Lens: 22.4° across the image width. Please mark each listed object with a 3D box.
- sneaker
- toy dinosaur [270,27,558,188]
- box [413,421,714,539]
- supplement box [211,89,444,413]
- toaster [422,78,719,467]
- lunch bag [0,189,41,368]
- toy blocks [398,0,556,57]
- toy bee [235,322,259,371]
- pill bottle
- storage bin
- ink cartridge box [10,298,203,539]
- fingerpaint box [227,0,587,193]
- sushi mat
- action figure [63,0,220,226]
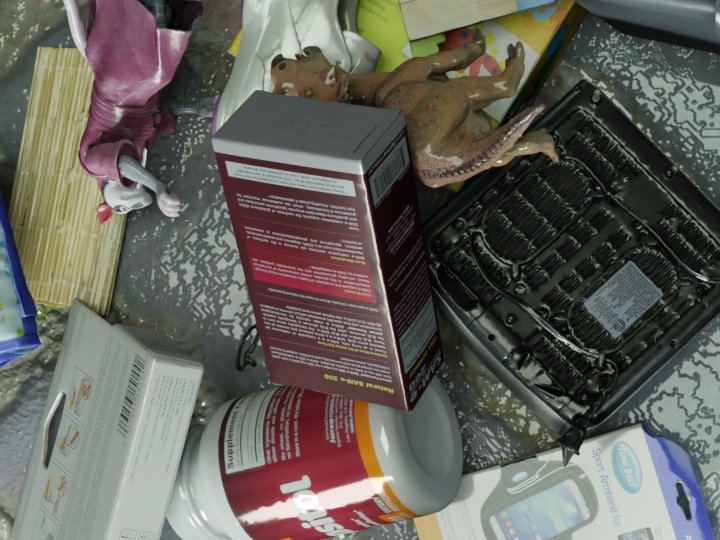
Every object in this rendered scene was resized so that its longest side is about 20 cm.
[{"bbox_3d":[-0.043,-0.124,1.238,0.100,0.075,0.200,12,93,16],"label":"sneaker"},{"bbox_3d":[0.037,-0.090,1.154,0.136,0.200,0.086,-24,120,-22],"label":"toy dinosaur"},{"bbox_3d":[0.143,0.184,1.276,0.200,0.041,0.119,-17,84,10],"label":"box"},{"bbox_3d":[-0.017,-0.010,1.151,0.109,0.061,0.200,11,131,26],"label":"supplement box"},{"bbox_3d":[0.145,0.005,1.226,0.200,0.119,0.181,-43,78,-6],"label":"toaster"},{"bbox_3d":[-0.342,0.004,1.357,0.200,0.127,0.170,-19,83,22],"label":"lunch bag"},{"bbox_3d":[0.079,-0.243,1.209,0.137,0.100,0.200,-14,95,3],"label":"toy blocks"},{"bbox_3d":[0.000,0.000,1.295,0.109,0.200,0.131,20,56,-13],"label":"toy bee"},{"bbox_3d":[-0.038,0.134,1.275,0.200,0.113,0.113,-17,84,28],"label":"pill bottle"},{"bbox_3d":[0.221,-0.211,1.197,0.134,0.200,0.146,11,91,23],"label":"storage bin"},{"bbox_3d":[-0.187,0.136,1.320,0.045,0.176,0.200,12,97,-29],"label":"ink cartridge box"},{"bbox_3d":[0.036,-0.173,1.296,0.200,0.073,0.167,32,97,12],"label":"fingerpaint box"},{"bbox_3d":[-0.219,-0.070,1.386,0.096,0.012,0.200,11,91,14],"label":"sushi mat"},{"bbox_3d":[-0.173,-0.122,1.305,0.149,0.134,0.200,18,114,-1],"label":"action figure"}]
